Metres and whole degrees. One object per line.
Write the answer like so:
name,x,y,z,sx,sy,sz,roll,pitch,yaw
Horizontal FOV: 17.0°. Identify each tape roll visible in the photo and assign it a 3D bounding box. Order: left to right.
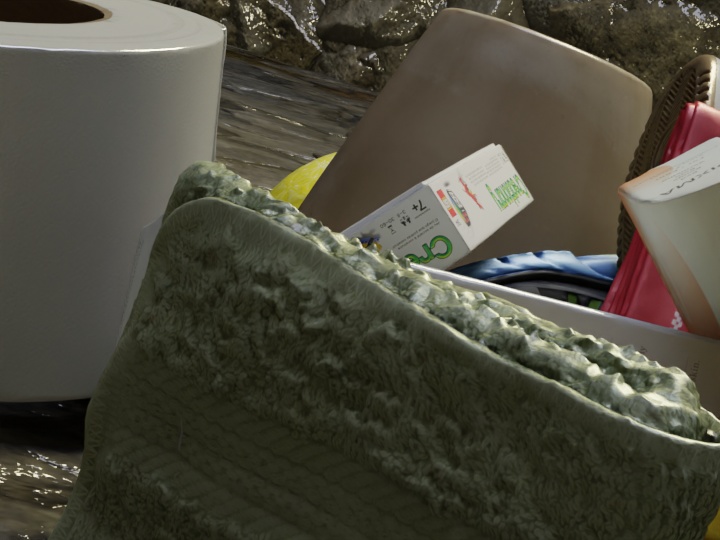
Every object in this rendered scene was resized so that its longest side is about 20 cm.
tape roll,-0.160,-0.042,0.984,0.201,0.140,0.203,6,13,-1

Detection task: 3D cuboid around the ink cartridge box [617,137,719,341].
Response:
ink cartridge box,0.147,0.042,0.802,0.050,0.163,0.200,-27,5,7

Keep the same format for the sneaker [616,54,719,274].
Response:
sneaker,0.170,0.010,1.010,0.112,0.201,0.071,16,-29,-16

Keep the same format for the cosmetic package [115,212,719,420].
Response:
cosmetic package,0.013,0.056,0.810,0.199,0.113,0.081,16,-8,-10

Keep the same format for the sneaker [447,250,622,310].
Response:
sneaker,0.085,0.038,1.043,0.199,0.083,0.071,-2,-16,-20

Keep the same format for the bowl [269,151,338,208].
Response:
bowl,0.030,-0.028,1.475,0.199,0.108,0.200,16,8,-2

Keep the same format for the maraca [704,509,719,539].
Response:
maraca,0.080,0.105,0.697,0.137,0.107,0.200,-6,39,-35

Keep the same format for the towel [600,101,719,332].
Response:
towel,0.193,0.031,0.947,0.199,0.145,0.022,24,-23,-3

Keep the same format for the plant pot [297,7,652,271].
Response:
plant pot,0.063,-0.032,1.227,0.199,0.174,0.200,21,-1,0

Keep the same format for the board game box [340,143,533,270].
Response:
board game box,0.000,0.000,0.996,0.035,0.126,0.200,57,14,0

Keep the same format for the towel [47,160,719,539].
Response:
towel,-0.002,0.067,0.638,0.199,0.149,0.036,25,14,37
